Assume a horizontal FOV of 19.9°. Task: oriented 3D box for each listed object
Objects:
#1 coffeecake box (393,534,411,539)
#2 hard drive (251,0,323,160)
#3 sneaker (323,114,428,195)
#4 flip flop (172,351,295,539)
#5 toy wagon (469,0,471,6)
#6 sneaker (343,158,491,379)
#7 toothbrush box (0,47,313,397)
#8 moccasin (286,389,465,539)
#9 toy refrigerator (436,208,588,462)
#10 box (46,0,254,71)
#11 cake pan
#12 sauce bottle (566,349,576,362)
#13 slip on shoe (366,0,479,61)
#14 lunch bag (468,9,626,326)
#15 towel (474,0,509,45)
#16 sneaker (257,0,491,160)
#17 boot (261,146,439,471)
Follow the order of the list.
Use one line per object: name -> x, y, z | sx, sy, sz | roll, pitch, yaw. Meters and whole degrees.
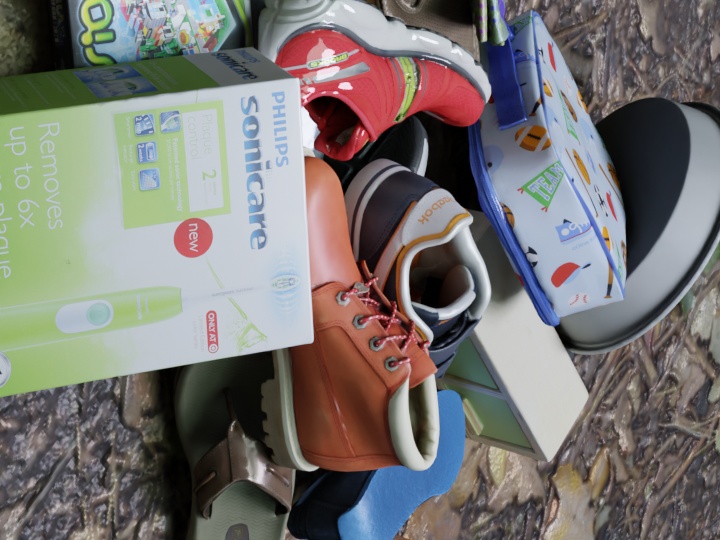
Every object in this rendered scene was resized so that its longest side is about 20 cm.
coffeecake box -> 0.091, 0.281, 1.401 | 0.073, 0.199, 0.154 | -44, 132, -34
hard drive -> -0.084, -0.067, 1.198 | 0.139, 0.033, 0.202 | 1, 100, -39
sneaker -> 0.000, 0.000, 1.324 | 0.202, 0.075, 0.115 | -64, 149, -4
flip flop -> -0.074, 0.131, 1.244 | 0.080, 0.058, 0.202 | -1, 112, -15
toy wagon -> 0.025, -0.209, 1.308 | 0.201, 0.039, 0.155 | -59, 139, -21
sneaker -> 0.029, 0.034, 1.249 | 0.078, 0.079, 0.201 | -36, 140, -36
toothbrush box -> -0.133, -0.026, 1.061 | 0.198, 0.086, 0.147 | -9, 110, -20
moccasin -> 0.011, 0.124, 1.359 | 0.200, 0.068, 0.081 | -26, 110, -63
toy refrigerator -> 0.083, 0.046, 1.424 | 0.070, 0.076, 0.200 | -56, 138, -24
box -> -0.115, -0.144, 1.115 | 0.109, 0.035, 0.202 | -11, 105, -27
cake pan -> 0.184, -0.038, 1.447 | 0.037, 0.200, 0.202 | 30, 76, -25
sauce bottle -> 0.191, 0.005, 1.558 | 0.200, 0.066, 0.066 | -42, 130, -33
slip on shoe -> 0.039, -0.184, 1.251 | 0.076, 0.060, 0.201 | -49, 134, -31
lunch bag -> 0.118, -0.075, 1.367 | 0.161, 0.075, 0.201 | 57, 17, -35
towel -> 0.083, -0.227, 1.303 | 0.200, 0.023, 0.145 | -73, 161, -74
sneaker -> 0.001, -0.104, 1.190 | 0.199, 0.077, 0.086 | 14, 88, -52
boot -> -0.004, 0.025, 1.179 | 0.075, 0.106, 0.202 | -37, 126, -51
